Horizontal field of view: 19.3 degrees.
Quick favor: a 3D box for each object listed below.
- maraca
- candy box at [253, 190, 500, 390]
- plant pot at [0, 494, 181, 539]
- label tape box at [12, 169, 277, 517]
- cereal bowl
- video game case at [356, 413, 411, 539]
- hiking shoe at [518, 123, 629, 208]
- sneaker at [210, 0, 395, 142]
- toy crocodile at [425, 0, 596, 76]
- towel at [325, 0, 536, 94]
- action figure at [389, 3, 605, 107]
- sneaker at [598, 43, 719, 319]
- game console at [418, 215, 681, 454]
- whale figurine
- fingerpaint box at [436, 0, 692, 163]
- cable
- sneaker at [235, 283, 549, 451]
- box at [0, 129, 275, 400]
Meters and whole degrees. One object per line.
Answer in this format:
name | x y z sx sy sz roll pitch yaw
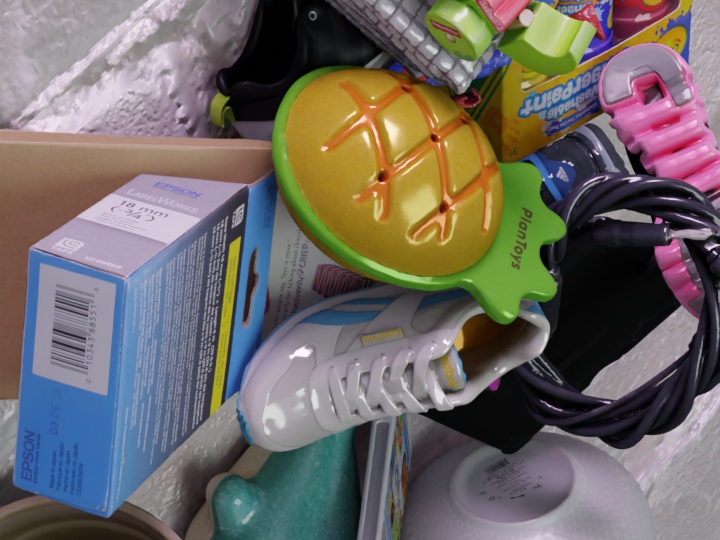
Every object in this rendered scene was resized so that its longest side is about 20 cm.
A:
maraca | 0.036 -0.046 1.248 0.200 0.107 0.137 26 58 -19
candy box | 0.000 0.000 1.349 0.199 0.061 0.137 4 113 -18
plant pot | -0.164 0.256 1.311 0.200 0.200 0.174 -52 158 -12
label tape box | -0.119 0.028 1.197 0.200 0.063 0.145 -43 145 -62
cereal bowl | 0.116 0.184 1.552 0.200 0.200 0.084 -35 133 -29
video game case | 0.014 0.180 1.463 0.143 0.018 0.201 82 13 -57
hiking shoe | 0.105 -0.035 1.466 0.087 0.075 0.200 -22 162 -28
sneaker | -0.015 -0.157 1.297 0.200 0.072 0.083 -53 139 -11
toy crocodile | 0.049 -0.182 1.175 0.200 0.062 0.068 47 74 -17
towel | 0.027 -0.224 1.243 0.200 0.086 0.166 40 77 -19
action figure | 0.053 -0.135 1.346 0.199 0.052 0.066 -21 129 7
sneaker | 0.222 -0.053 1.445 0.079 0.201 0.095 -17 164 4
game console | 0.139 0.024 1.523 0.176 0.117 0.200 26 119 -39
whale figurine | -0.037 0.163 1.442 0.159 0.104 0.201 18 98 -51
fingerpaint box | 0.142 -0.188 1.453 0.200 0.073 0.167 -29 132 -34
cable | 0.164 0.030 1.383 0.200 0.163 0.051 -43 -171 33
sneaker | 0.018 0.054 1.283 0.200 0.081 0.077 -26 120 -16
box | -0.151 -0.002 1.233 0.199 0.021 0.164 0 114 -30
